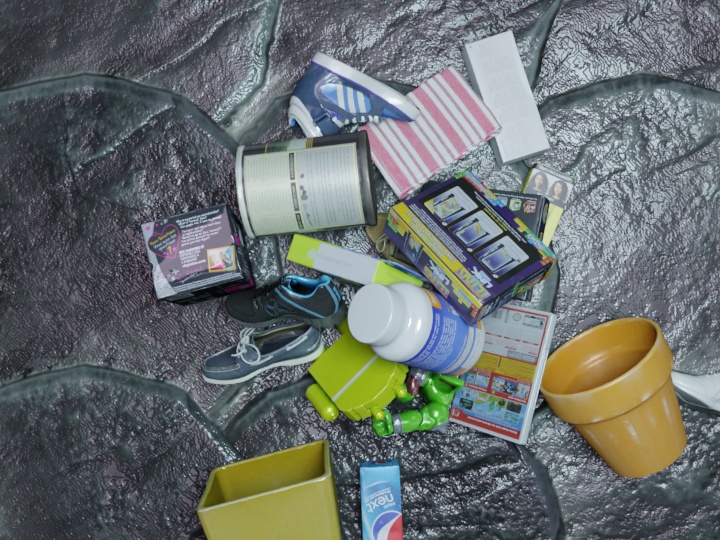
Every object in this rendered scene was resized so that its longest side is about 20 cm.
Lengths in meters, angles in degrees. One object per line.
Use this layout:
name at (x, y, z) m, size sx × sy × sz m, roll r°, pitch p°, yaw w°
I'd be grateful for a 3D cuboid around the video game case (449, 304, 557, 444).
video game case at (0.219, 0.153, 1.352) m, size 0.142 × 0.017 × 0.202 m, roll 11°, pitch 84°, yaw 45°

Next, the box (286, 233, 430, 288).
box at (0.000, 0.000, 1.307) m, size 0.199 × 0.122 × 0.048 m, roll 18°, pitch 86°, yaw 39°

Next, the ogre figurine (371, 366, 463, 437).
ogre figurine at (0.093, 0.172, 1.350) m, size 0.119 × 0.099 × 0.201 m, roll 19°, pitch 44°, yaw -4°

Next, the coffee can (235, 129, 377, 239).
coffee can at (-0.080, -0.131, 1.339) m, size 0.198 × 0.146 × 0.148 m, roll -6°, pitch 86°, yaw 4°

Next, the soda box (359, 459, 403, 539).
soda box at (0.033, 0.401, 1.351) m, size 0.063 × 0.068 × 0.202 m, roll -3°, pitch 86°, yaw -1°

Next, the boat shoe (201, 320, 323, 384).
boat shoe at (-0.157, 0.123, 1.351) m, size 0.198 × 0.075 × 0.062 m, roll -12°, pitch 131°, yaw 7°

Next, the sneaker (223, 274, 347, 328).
sneaker at (-0.120, 0.038, 1.327) m, size 0.198 × 0.082 × 0.074 m, roll -2°, pitch 43°, yaw 17°

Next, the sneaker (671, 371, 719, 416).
sneaker at (0.570, 0.191, 1.382) m, size 0.198 × 0.070 × 0.081 m, roll 20°, pitch 77°, yaw -6°

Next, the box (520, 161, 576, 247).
box at (0.271, -0.066, 1.397) m, size 0.075 × 0.050 × 0.202 m, roll 24°, pitch 87°, yaw 3°

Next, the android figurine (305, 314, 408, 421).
android figurine at (-0.002, 0.149, 1.322) m, size 0.182 × 0.200 × 0.041 m, roll -45°, pitch 132°, yaw -4°

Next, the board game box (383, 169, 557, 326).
board game box at (0.158, -0.038, 1.261) m, size 0.164 × 0.057 × 0.200 m, roll -28°, pitch 63°, yaw -29°

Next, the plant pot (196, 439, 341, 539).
plant pot at (-0.115, 0.394, 1.294) m, size 0.192 × 0.196 × 0.202 m, roll -14°, pitch 94°, yaw -2°

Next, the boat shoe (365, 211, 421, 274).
boat shoe at (0.078, -0.034, 1.344) m, size 0.200 × 0.063 × 0.074 m, roll 39°, pitch 100°, yaw 30°

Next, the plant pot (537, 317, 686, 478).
plant pot at (0.399, 0.203, 1.323) m, size 0.199 × 0.200 × 0.184 m, roll -32°, pitch 103°, yaw -3°

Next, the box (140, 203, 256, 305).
box at (-0.240, -0.020, 1.311) m, size 0.131 × 0.200 × 0.116 m, roll -14°, pitch 85°, yaw -2°

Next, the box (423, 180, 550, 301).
box at (0.183, -0.048, 1.361) m, size 0.198 × 0.049 × 0.163 m, roll 11°, pitch 88°, yaw 24°

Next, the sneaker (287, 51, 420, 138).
sneaker at (-0.019, -0.242, 1.389) m, size 0.199 × 0.081 × 0.147 m, roll 29°, pitch 103°, yaw 4°

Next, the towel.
towel at (0.108, -0.223, 1.396) m, size 0.199 × 0.030 × 0.147 m, roll -34°, pitch 69°, yaw 1°

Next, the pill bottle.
pill bottle at (0.078, 0.080, 1.229) m, size 0.111 × 0.199 × 0.113 m, roll -16°, pitch 65°, yaw 39°

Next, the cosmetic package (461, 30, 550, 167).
cosmetic package at (0.234, -0.277, 1.412) m, size 0.082 × 0.051 × 0.202 m, roll -17°, pitch 86°, yaw -5°
